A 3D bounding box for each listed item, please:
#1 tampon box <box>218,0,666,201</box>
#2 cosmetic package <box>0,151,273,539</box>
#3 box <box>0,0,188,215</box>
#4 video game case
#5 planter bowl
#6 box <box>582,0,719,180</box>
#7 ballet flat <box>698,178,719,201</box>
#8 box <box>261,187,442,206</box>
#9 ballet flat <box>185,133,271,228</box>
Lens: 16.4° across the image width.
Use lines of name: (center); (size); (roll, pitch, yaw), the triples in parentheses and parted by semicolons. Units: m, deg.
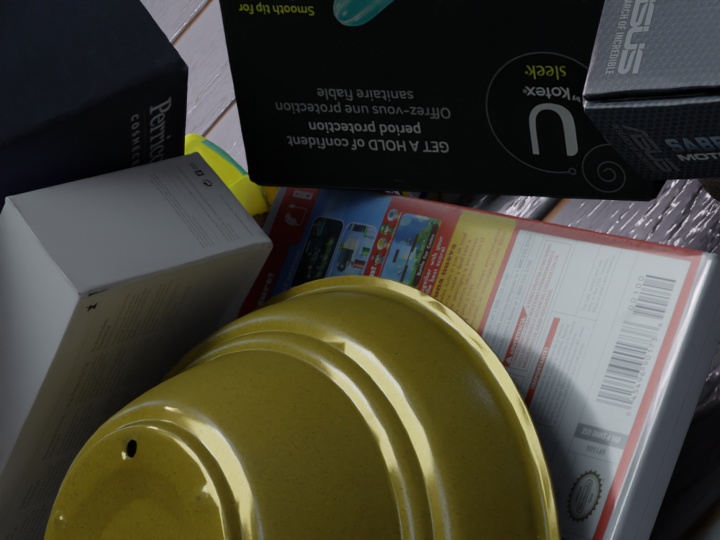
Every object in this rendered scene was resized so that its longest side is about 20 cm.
tampon box: (0.037, -0.140, 0.837); (0.150, 0.200, 0.126); (4, 30, 22)
cosmetic package: (-0.108, 0.050, 0.868); (0.083, 0.051, 0.200); (-18, -31, -42)
box: (-0.173, -0.013, 0.884); (0.198, 0.123, 0.200); (-27, -28, -21)
video game case: (0.019, 0.048, 0.807); (0.200, 0.017, 0.143); (13, 79, 47)
planter bowl: (-0.039, 0.095, 0.764); (0.200, 0.083, 0.201); (-12, 73, 44)
box: (0.162, -0.125, 0.736); (0.158, 0.051, 0.200); (-1, 63, 34)
ballet flat: (0.182, -0.091, 0.772); (0.200, 0.068, 0.067); (-51, 34, 8)
box: (0.003, -0.083, 1.177); (0.064, 0.070, 0.200); (-17, 30, 18)
ballet flat: (-0.125, 0.010, 1.140); (0.200, 0.067, 0.067); (-39, -6, 22)
